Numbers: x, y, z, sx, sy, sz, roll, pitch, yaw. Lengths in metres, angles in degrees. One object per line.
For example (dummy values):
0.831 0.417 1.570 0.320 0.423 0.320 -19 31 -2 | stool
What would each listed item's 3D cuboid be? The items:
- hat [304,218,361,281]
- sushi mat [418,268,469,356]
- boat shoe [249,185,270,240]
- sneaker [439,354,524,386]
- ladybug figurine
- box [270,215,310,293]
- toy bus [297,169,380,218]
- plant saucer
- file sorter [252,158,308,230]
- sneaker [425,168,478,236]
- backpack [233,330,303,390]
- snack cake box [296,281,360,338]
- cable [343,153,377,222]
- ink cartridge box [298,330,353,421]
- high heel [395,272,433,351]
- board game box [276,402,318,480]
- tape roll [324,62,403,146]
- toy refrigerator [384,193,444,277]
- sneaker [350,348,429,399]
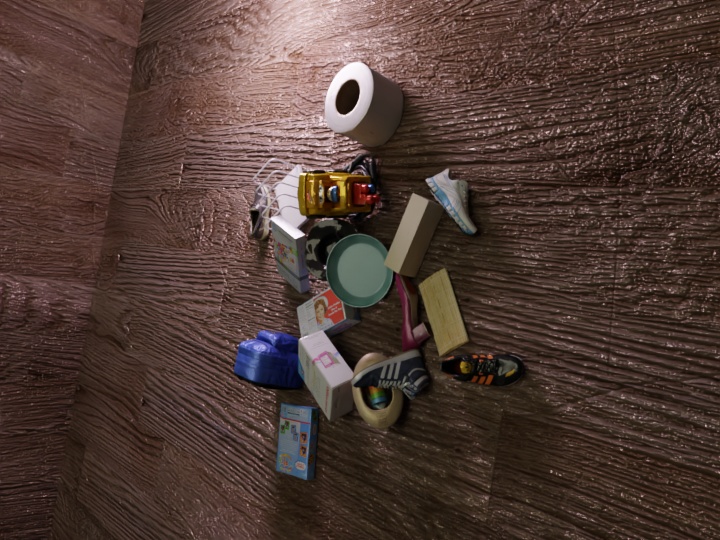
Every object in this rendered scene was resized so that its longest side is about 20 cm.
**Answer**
-0.068 -0.058 1.742 0.196 0.080 0.206 -2 87 27 | hat
0.209 0.103 1.483 0.095 0.012 0.204 -34 59 37 | sushi mat
-0.359 -0.209 2.069 0.072 0.064 0.205 -22 66 41 | boat shoe
0.272 0.227 1.342 0.197 0.089 0.072 -8 76 44 | sneaker
0.048 0.319 1.541 0.132 0.072 0.205 -12 68 7 | ladybug figurine
-0.220 -0.051 1.850 0.155 0.041 0.204 37 139 42 | box
-0.050 -0.208 1.617 0.189 0.198 0.140 8 101 40 | toy bus
0.000 0.000 1.649 0.195 0.036 0.206 1 93 16 | plant saucer
-0.260 -0.241 1.938 0.138 0.123 0.204 -37 58 33 | file sorter
0.245 -0.177 1.468 0.086 0.075 0.202 -34 66 6 | sneaker
-0.286 0.273 1.809 0.160 0.197 0.172 4 85 45 | backpack
-0.098 0.130 1.744 0.198 0.066 0.118 -31 60 36 | snack cake box
-0.014 -0.237 1.744 0.161 0.050 0.205 -18 71 39 | cable
-0.097 0.297 1.662 0.201 0.083 0.147 50 146 39 | ink cartridge box
0.112 0.107 1.539 0.095 0.067 0.203 -35 60 27 | high heel
-0.193 0.515 1.783 0.149 0.036 0.206 -3 79 44 | board game box
0.009 -0.479 1.708 0.200 0.137 0.208 -12 73 42 | tape roll
0.139 -0.092 1.548 0.070 0.075 0.204 31 105 43 | toy refrigerator
0.080 0.280 1.472 0.070 0.196 0.110 103 146 -63 | sneaker
